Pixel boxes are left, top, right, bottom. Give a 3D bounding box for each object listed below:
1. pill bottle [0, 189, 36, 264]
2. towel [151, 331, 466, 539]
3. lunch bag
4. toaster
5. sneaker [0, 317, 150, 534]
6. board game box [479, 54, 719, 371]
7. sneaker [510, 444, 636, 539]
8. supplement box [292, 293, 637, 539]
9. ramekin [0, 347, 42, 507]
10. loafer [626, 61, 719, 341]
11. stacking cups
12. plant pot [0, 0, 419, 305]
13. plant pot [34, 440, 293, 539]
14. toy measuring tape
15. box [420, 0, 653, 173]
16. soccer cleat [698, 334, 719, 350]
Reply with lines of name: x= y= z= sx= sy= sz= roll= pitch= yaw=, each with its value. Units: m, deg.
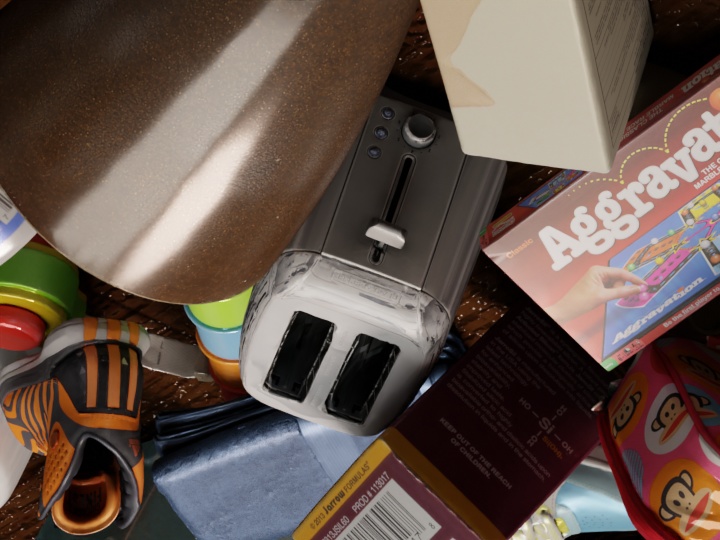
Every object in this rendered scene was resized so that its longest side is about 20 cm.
pill bottle: x=-0.260 y=-0.092 z=1.596 sx=0.114 sy=0.114 sz=0.200 roll=-13 pitch=137 yaw=42
towel: x=-0.019 y=0.104 z=1.784 sx=0.200 sy=0.049 sz=0.112 roll=-19 pitch=135 yaw=9
lunch bag: x=0.222 y=0.106 z=1.532 sx=0.200 sy=0.176 sz=0.082 roll=23 pitch=112 yaw=-20
toaster: x=0.000 y=0.000 z=1.590 sx=0.113 sy=0.129 sz=0.200 roll=21 pitch=149 yaw=-3
sneaker: x=-0.175 y=0.107 z=1.769 sx=0.077 sy=0.112 sz=0.200 roll=5 pitch=161 yaw=-13
board game box: x=0.167 y=-0.040 z=1.444 sx=0.200 sy=0.019 sz=0.103 roll=-37 pitch=118 yaw=20
sneaker: x=0.083 y=0.169 z=1.815 sx=0.200 sy=0.131 sz=0.080 roll=2 pitch=144 yaw=25
supplement box: x=0.068 y=0.093 z=1.591 sx=0.086 sy=0.200 sz=0.110 roll=45 pitch=136 yaw=4
ramekin: x=-0.296 y=0.080 z=1.908 sx=0.200 sy=0.098 sz=0.201 roll=14 pitch=149 yaw=9
loafer: x=0.164 y=-0.029 z=1.508 sx=0.067 sy=0.076 sz=0.200 roll=8 pitch=149 yaw=29
stacking cups: x=-0.072 y=0.020 z=1.744 sx=0.060 sy=0.061 sz=0.200 roll=10 pitch=153 yaw=14
plant pot: x=-0.058 y=-0.114 z=1.417 sx=0.187 sy=0.187 sz=0.200 roll=31 pitch=132 yaw=-20
plant pot: x=-0.113 y=0.219 z=1.953 sx=0.196 sy=0.196 sz=0.200 roll=-19 pitch=125 yaw=46
toy measuring tape: x=-0.169 y=0.022 z=1.785 sx=0.200 sy=0.074 sz=0.074 roll=18 pitch=151 yaw=-18
box: x=0.077 y=-0.141 z=1.359 sx=0.078 sy=0.095 sz=0.200 roll=8 pitch=147 yaw=18
soccer cleat: x=0.225 y=0.067 z=1.646 sx=0.200 sy=0.067 sz=0.077 roll=7 pitch=143 yaw=23
